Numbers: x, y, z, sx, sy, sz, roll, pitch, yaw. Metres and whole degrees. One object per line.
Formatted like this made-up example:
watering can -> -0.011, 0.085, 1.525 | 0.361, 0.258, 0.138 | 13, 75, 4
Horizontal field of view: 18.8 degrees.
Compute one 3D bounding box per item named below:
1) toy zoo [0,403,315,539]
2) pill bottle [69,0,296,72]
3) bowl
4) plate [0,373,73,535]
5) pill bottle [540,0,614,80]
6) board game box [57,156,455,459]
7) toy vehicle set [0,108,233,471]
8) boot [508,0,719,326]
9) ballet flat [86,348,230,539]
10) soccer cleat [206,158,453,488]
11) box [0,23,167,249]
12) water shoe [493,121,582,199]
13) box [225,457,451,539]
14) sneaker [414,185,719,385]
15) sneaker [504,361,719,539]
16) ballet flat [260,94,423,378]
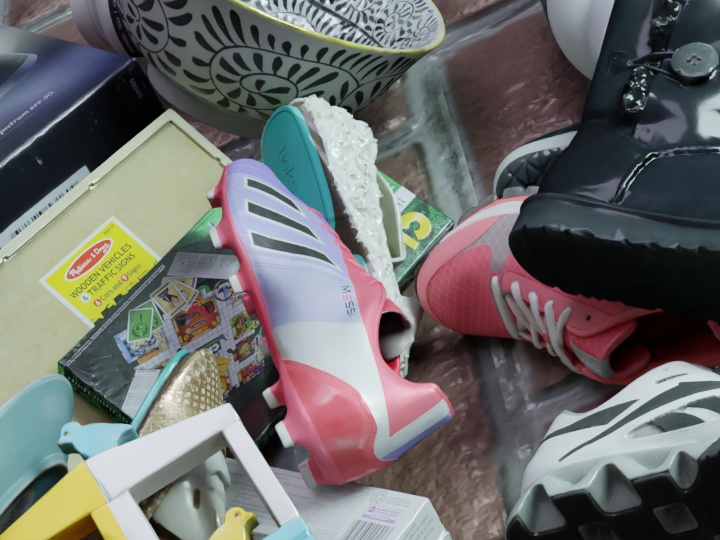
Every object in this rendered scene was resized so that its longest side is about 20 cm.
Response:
toy zoo -> -0.074, 0.144, 0.897 | 0.131, 0.020, 0.200 | -32, 64, -6
pill bottle -> -0.090, -0.179, 1.389 | 0.200, 0.113, 0.113 | 3, 43, 39
bowl -> -0.062, -0.134, 1.213 | 0.094, 0.200, 0.201 | -64, 23, 23
plate -> -0.178, 0.137, 0.973 | 0.026, 0.200, 0.200 | 32, 55, 8
pill bottle -> 0.153, -0.163, 1.174 | 0.119, 0.120, 0.200 | -23, 32, 8
board game box -> -0.050, 0.014, 1.112 | 0.105, 0.023, 0.200 | 34, 60, 15
toy vehicle set -> -0.121, 0.017, 1.127 | 0.124, 0.027, 0.200 | 41, 60, 9
boot -> 0.178, -0.058, 0.938 | 0.200, 0.076, 0.168 | 12, 63, 31
ballet flat -> -0.095, 0.132, 0.961 | 0.065, 0.071, 0.200 | 24, 81, 19
soccer cleat -> -0.017, 0.016, 1.011 | 0.076, 0.067, 0.200 | -22, 44, 2
box -> -0.228, -0.037, 1.284 | 0.200, 0.123, 0.198 | -42, 33, -22
water shoe -> 0.164, -0.059, 1.058 | 0.200, 0.072, 0.079 | -5, 18, 16
box -> -0.045, 0.116, 0.999 | 0.200, 0.039, 0.041 | 5, 43, 42
sneaker -> 0.104, 0.012, 1.002 | 0.200, 0.074, 0.087 | -5, 40, 33
sneaker -> 0.156, 0.065, 0.884 | 0.200, 0.074, 0.089 | -11, 37, 25
ballet flat -> 0.000, 0.000, 1.082 | 0.072, 0.072, 0.200 | -18, 61, 15
